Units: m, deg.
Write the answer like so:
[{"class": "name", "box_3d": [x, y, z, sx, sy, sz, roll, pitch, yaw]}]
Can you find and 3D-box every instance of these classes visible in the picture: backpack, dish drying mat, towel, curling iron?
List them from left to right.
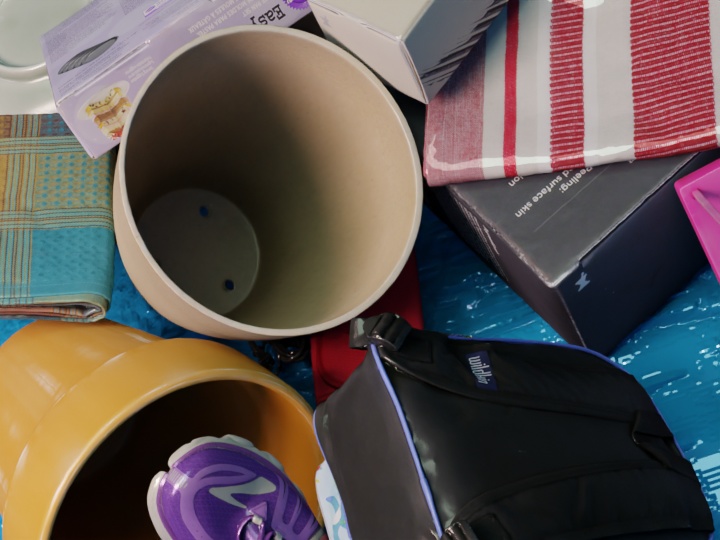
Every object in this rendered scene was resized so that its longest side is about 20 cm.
[{"class": "towel", "box_3d": [-0.231, -0.037, 1.213, 0.145, 0.022, 0.201, -1, 40, -6]}, {"class": "dish drying mat", "box_3d": [0.000, 0.000, 1.231, 0.076, 0.018, 0.201, -14, 48, 10]}, {"class": "curling iron", "box_3d": [0.012, 0.062, 1.208, 0.198, 0.026, 0.050, 12, 61, 27]}, {"class": "backpack", "box_3d": [0.081, 0.130, 1.054, 0.147, 0.198, 0.184, -55, 46, 41]}, {"class": "towel", "box_3d": [0.135, -0.127, 1.130, 0.198, 0.023, 0.145, -7, 61, 17]}]

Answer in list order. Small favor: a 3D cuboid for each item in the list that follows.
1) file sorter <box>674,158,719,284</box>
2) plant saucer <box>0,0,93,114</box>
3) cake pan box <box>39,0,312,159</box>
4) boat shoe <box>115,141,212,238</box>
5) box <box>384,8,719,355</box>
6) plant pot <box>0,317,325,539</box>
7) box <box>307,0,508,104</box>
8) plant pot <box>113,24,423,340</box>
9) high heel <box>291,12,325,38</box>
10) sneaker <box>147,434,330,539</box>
[{"class": "file sorter", "box_3d": [0.306, -0.020, 1.048, 0.199, 0.140, 0.126, -28, 20, 4]}, {"class": "plant saucer", "box_3d": [-0.238, -0.182, 1.424, 0.198, 0.050, 0.202, -9, 60, 15]}, {"class": "cake pan box", "box_3d": [-0.119, -0.172, 1.252, 0.199, 0.052, 0.184, -35, 26, -1]}, {"class": "boat shoe", "box_3d": [-0.149, -0.080, 1.303, 0.199, 0.070, 0.071, -27, 68, 16]}, {"class": "box", "box_3d": [0.144, -0.086, 1.186, 0.196, 0.118, 0.200, -41, 55, -5]}, {"class": "plant pot", "box_3d": [-0.148, 0.117, 1.153, 0.200, 0.200, 0.183, -47, 42, -9]}, {"class": "box", "box_3d": [0.061, -0.206, 1.146, 0.082, 0.069, 0.201, 29, 73, 31]}, {"class": "plant pot", "box_3d": [-0.082, -0.034, 1.184, 0.185, 0.200, 0.189, 4, 76, -19]}, {"class": "high heel", "box_3d": [-0.007, -0.205, 1.282, 0.199, 0.068, 0.096, -35, 53, -4]}, {"class": "sneaker", "box_3d": [-0.036, 0.172, 1.066, 0.081, 0.200, 0.083, -48, 20, -10]}]
